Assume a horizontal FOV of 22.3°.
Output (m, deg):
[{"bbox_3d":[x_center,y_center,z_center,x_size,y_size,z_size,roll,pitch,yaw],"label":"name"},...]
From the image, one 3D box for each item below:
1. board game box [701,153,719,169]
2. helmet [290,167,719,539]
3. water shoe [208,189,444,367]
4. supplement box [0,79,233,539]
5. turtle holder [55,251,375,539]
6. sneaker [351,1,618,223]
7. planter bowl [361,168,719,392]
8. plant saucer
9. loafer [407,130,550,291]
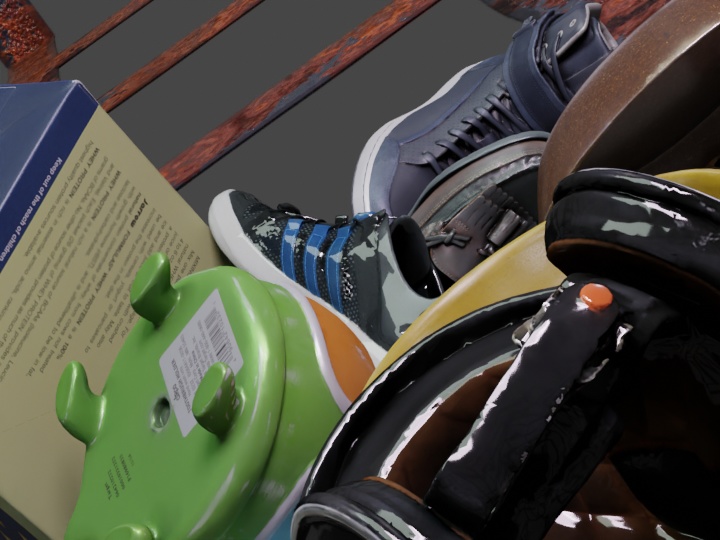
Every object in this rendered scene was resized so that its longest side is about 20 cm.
[{"bbox_3d":[0.242,-0.058,0.824,0.200,0.046,0.151,-40,19,-12],"label":"board game box"},{"bbox_3d":[0.076,0.083,0.552,0.200,0.200,0.191,-42,-19,-18],"label":"helmet"},{"bbox_3d":[0.000,0.000,0.962,0.200,0.071,0.079,41,98,36],"label":"water shoe"},{"bbox_3d":[-0.182,0.039,0.981,0.134,0.200,0.200,2,55,39],"label":"supplement box"},{"bbox_3d":[-0.061,0.094,0.854,0.141,0.132,0.186,23,93,54],"label":"turtle holder"},{"bbox_3d":[0.088,-0.088,1.109,0.146,0.077,0.202,-19,24,46],"label":"sneaker"},{"bbox_3d":[0.099,0.051,0.753,0.200,0.084,0.200,-32,20,13],"label":"planter bowl"},{"bbox_3d":[0.156,-0.083,0.870,0.200,0.035,0.200,-34,-21,-15],"label":"plant saucer"},{"bbox_3d":[0.042,0.004,1.013,0.200,0.072,0.063,-36,38,19],"label":"loafer"}]
